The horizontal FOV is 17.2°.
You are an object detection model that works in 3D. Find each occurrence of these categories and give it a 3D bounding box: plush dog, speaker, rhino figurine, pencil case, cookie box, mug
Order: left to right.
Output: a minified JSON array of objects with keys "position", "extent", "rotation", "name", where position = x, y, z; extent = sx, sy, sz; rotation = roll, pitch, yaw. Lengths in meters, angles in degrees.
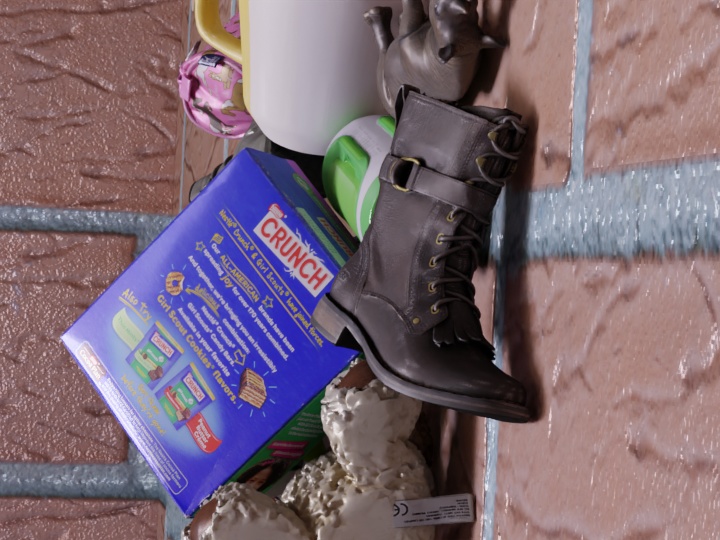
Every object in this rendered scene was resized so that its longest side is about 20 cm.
[{"position":[-0.082,0.046,1.648],"extent":[0.200,0.075,0.171],"rotation":[-44,69,17],"name":"cookie box"},{"position":[-0.073,-0.192,1.972],"extent":[0.083,0.087,0.200],"rotation":[-19,23,41],"name":"pencil case"},{"position":[-0.028,-0.177,1.731],"extent":[0.187,0.149,0.153],"rotation":[-124,37,-57],"name":"mug"},{"position":[-0.003,0.168,1.601],"extent":[0.200,0.160,0.172],"rotation":[-44,-2,1],"name":"plush dog"},{"position":[0.025,-0.052,1.600],"extent":[0.200,0.088,0.089],"rotation":[-125,39,-74],"name":"speaker"},{"position":[0.051,-0.150,1.552],"extent":[0.200,0.060,0.088],"rotation":[139,120,-74],"name":"rhino figurine"}]

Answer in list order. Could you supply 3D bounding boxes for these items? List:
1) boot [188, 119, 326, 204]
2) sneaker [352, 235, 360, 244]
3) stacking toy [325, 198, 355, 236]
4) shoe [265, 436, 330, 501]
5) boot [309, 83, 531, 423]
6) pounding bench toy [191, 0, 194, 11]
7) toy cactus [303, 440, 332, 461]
[{"position":[-0.081,-0.059,1.823],"extent":[0.131,0.068,0.200],"rotation":[-47,15,15],"name":"boot"},{"position":[0.000,0.000,1.748],"extent":[0.200,0.078,0.075],"rotation":[156,117,-79],"name":"sneaker"},{"position":[-0.021,-0.099,1.941],"extent":[0.200,0.085,0.085],"rotation":[-88,7,-51],"name":"stacking toy"},{"position":[-0.083,0.139,1.790],"extent":[0.200,0.091,0.072],"rotation":[25,-104,-71],"name":"shoe"},{"position":[0.056,-0.015,1.420],"extent":[0.200,0.069,0.174],"rotation":[31,100,44],"name":"boot"},{"position":[-0.087,-0.338,2.120],"extent":[0.124,0.156,0.200],"rotation":[103,166,-48],"name":"pounding bench toy"},{"position":[-0.003,0.146,1.763],"extent":[0.165,0.102,0.200],"rotation":[-10,-79,-81],"name":"toy cactus"}]
